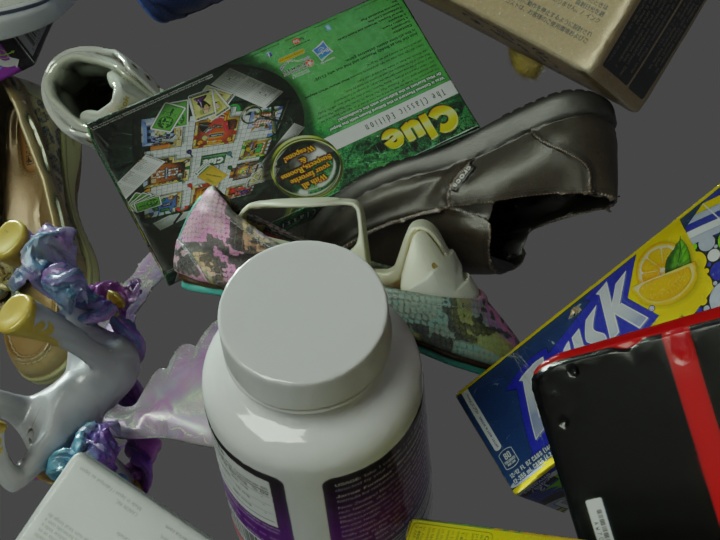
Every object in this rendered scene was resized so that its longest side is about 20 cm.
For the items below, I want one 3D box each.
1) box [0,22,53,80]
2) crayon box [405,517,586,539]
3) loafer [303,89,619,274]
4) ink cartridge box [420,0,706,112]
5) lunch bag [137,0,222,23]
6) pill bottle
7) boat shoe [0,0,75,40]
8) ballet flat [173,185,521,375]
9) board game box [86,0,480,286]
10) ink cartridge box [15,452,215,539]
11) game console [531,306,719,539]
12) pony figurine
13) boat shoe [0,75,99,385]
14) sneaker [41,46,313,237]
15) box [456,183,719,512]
[{"bbox_3d":[-0.280,-0.148,1.417,0.200,0.036,0.143,-23,32,25],"label":"box"},{"bbox_3d":[0.084,0.193,1.044,0.200,0.051,0.127,0,68,55],"label":"crayon box"},{"bbox_3d":[0.055,-0.029,1.193,0.200,0.073,0.072,-28,63,22],"label":"loafer"},{"bbox_3d":[0.109,-0.206,1.214,0.200,0.075,0.165,33,92,35],"label":"ink cartridge box"},{"bbox_3d":[-0.069,-0.256,1.281,0.132,0.136,0.200,-13,39,28],"label":"lunch bag"},{"bbox_3d":[-0.021,0.074,1.106,0.111,0.200,0.112,-2,56,3],"label":"pill bottle"},{"bbox_3d":[-0.182,-0.211,1.333,0.200,0.070,0.071,-35,50,-29],"label":"boat shoe"},{"bbox_3d":[0.000,0.000,1.161,0.199,0.069,0.071,16,99,2],"label":"ballet flat"},{"bbox_3d":[-0.043,-0.078,1.231,0.200,0.023,0.105,-25,68,-12],"label":"board game box"},{"bbox_3d":[-0.138,0.222,1.138,0.162,0.050,0.200,34,80,3],"label":"ink cartridge box"},{"bbox_3d":[0.189,0.117,1.055,0.176,0.031,0.201,-18,88,27],"label":"game console"},{"bbox_3d":[-0.150,0.061,1.242,0.166,0.200,0.193,23,73,43],"label":"pony figurine"},{"bbox_3d":[-0.212,-0.027,1.362,0.073,0.063,0.201,-20,66,25],"label":"boat shoe"},{"bbox_3d":[-0.108,-0.065,1.280,0.200,0.116,0.074,31,91,33],"label":"sneaker"},{"bbox_3d":[0.152,0.037,1.120,0.200,0.064,0.070,-39,60,15],"label":"box"}]
